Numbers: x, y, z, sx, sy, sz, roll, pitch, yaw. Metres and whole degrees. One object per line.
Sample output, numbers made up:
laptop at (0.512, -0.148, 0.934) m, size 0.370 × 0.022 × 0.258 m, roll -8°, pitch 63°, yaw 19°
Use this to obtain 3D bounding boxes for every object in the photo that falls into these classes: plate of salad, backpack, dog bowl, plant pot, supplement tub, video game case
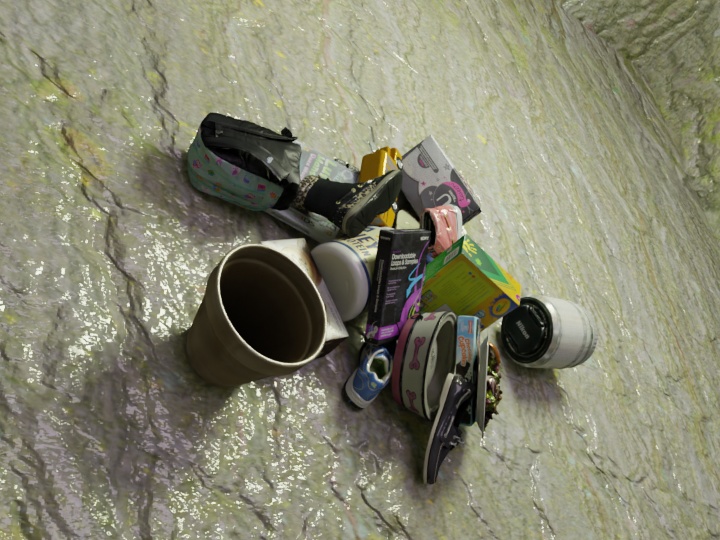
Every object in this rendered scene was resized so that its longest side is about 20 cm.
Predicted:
plate of salad at (0.244, 0.214, 1.449) m, size 0.047 × 0.203 × 0.202 m, roll 4°, pitch 43°, yaw 9°
backpack at (-0.211, -0.193, 1.393) m, size 0.196 × 0.127 × 0.169 m, roll 17°, pitch 38°, yaw -21°
dog bowl at (0.118, 0.170, 1.426) m, size 0.199 × 0.072 × 0.205 m, roll 10°, pitch 90°, yaw -68°
plant pot at (-0.175, 0.091, 1.178) m, size 0.198 × 0.173 × 0.203 m, roll 26°, pitch 44°, yaw -28°
supplement tub at (0.000, 0.000, 1.455) m, size 0.199 × 0.145 × 0.146 m, roll -25°, pitch 79°, yaw -52°
video game case at (-0.104, -0.162, 1.525) m, size 0.179 × 0.023 × 0.202 m, roll 29°, pitch 49°, yaw -8°

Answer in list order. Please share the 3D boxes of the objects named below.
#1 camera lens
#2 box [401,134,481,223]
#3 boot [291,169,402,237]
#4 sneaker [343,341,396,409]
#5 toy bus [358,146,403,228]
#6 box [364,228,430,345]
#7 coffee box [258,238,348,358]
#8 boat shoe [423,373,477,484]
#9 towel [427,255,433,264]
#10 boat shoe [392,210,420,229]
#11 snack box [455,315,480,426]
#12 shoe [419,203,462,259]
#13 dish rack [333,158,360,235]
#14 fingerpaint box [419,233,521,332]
camera lens at (0.431, 0.143, 1.772) m, size 0.197 × 0.159 × 0.163 m, roll 9°, pitch 54°, yaw -41°
box at (0.171, -0.185, 1.760) m, size 0.202 × 0.131 × 0.115 m, roll 56°, pitch 9°, yaw 6°
boot at (-0.022, -0.154, 1.470) m, size 0.152 × 0.075 × 0.203 m, roll 24°, pitch 44°, yaw 23°
sneaker at (0.037, 0.169, 1.414) m, size 0.075 × 0.077 × 0.201 m, roll 40°, pitch 36°, yaw -11°
toy bus at (0.036, -0.172, 1.583) m, size 0.078 × 0.064 × 0.204 m, roll 44°, pitch 44°, yaw -44°
box at (0.069, 0.026, 1.405) m, size 0.142 × 0.036 × 0.205 m, roll -7°, pitch 107°, yaw -57°
coffee box at (-0.117, 0.053, 1.344) m, size 0.112 × 0.080 × 0.203 m, roll -6°, pitch 65°, yaw -49°
boat shoe at (0.160, 0.290, 1.390) m, size 0.061 × 0.073 × 0.204 m, roll 14°, pitch 75°, yaw 12°
towel at (0.198, 0.057, 1.720) m, size 0.200 × 0.024 × 0.146 m, roll 43°, pitch 36°, yaw -14°
boat shoe at (0.093, -0.076, 1.682) m, size 0.073 × 0.063 × 0.202 m, roll 35°, pitch 26°, yaw -4°
snack box at (0.208, 0.192, 1.493) m, size 0.116 × 0.036 × 0.205 m, roll 20°, pitch 72°, yaw -75°
shoe at (0.174, -0.038, 1.656) m, size 0.090 × 0.071 × 0.205 m, roll -9°, pitch 97°, yaw -39°
dish rack at (-0.010, -0.134, 1.628) m, size 0.151 × 0.054 × 0.203 m, roll 22°, pitch 48°, yaw -31°
fingerpaint box at (0.200, 0.049, 1.577) m, size 0.166 × 0.200 × 0.074 m, roll 39°, pitch 37°, yaw -13°
